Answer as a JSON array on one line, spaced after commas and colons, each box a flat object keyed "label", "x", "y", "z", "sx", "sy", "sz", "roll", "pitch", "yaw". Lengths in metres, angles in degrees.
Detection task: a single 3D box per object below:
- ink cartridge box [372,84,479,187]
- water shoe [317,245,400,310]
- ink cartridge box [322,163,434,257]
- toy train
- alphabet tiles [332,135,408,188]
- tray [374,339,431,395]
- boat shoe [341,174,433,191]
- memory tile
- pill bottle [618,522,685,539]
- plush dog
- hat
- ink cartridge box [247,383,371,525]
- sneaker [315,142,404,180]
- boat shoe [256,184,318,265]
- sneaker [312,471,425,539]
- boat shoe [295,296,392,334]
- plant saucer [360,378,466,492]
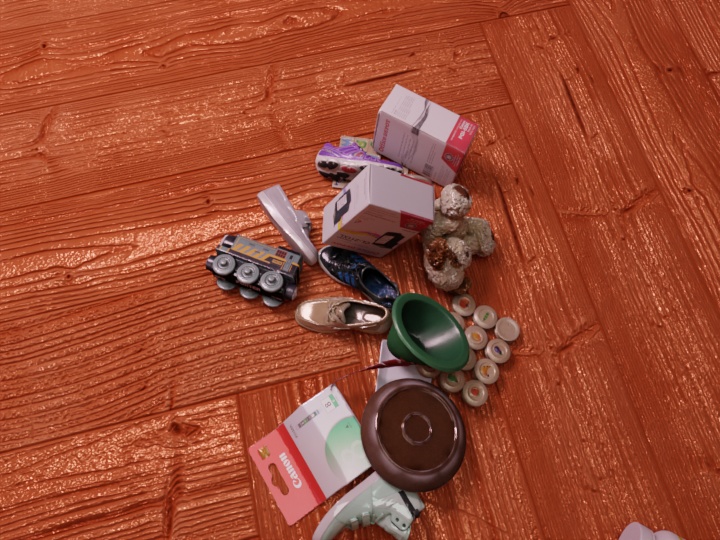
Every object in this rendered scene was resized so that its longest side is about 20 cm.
[{"label": "ink cartridge box", "x": 0.134, "y": -0.283, "z": 1.220, "sx": 0.197, "sy": 0.147, "sz": 0.084, "roll": 28, "pitch": 69, "yaw": 6}, {"label": "water shoe", "x": 0.000, "y": 0.000, "z": 1.149, "sx": 0.198, "sy": 0.079, "sz": 0.072, "roll": 32, "pitch": 71, "yaw": 12}, {"label": "ink cartridge box", "x": 0.030, "y": -0.107, "z": 1.107, "sx": 0.143, "sy": 0.199, "sz": 0.085, "roll": 12, "pitch": 66, "yaw": -26}, {"label": "toy train", "x": -0.209, "y": -0.005, "z": 1.153, "sx": 0.196, "sy": 0.086, "sz": 0.115, "roll": 19, "pitch": 57, "yaw": 9}, {"label": "alphabet tiles", "x": 0.022, "y": -0.203, "z": 1.268, "sx": 0.163, "sy": 0.008, "sz": 0.204, "roll": 8, "pitch": 68, "yaw": 2}, {"label": "tray", "x": 0.077, "y": 0.236, "z": 1.074, "sx": 0.105, "sy": 0.022, "sz": 0.204, "roll": 12, "pitch": 62, "yaw": -5}, {"label": "boat shoe", "x": 0.059, "y": -0.152, "z": 1.210, "sx": 0.195, "sy": 0.076, "sz": 0.073, "roll": -7, "pitch": 71, "yaw": 7}, {"label": "memory tile", "x": 0.212, "y": 0.150, "z": 1.112, "sx": 0.151, "sy": 0.017, "sz": 0.201, "roll": 31, "pitch": 64, "yaw": 10}, {"label": "pill bottle", "x": 0.529, "y": 0.505, "z": 0.937, "sx": 0.197, "sy": 0.113, "sz": 0.114, "roll": 28, "pitch": 70, "yaw": 11}, {"label": "plush dog", "x": 0.169, "y": -0.045, "z": 1.138, "sx": 0.158, "sy": 0.200, "sz": 0.175, "roll": -12, "pitch": 53, "yaw": 30}, {"label": "hat", "x": 0.079, "y": 0.157, "z": 1.088, "sx": 0.197, "sy": 0.177, "sz": 0.167, "roll": 29, "pitch": 37, "yaw": -13}, {"label": "ink cartridge box", "x": -0.086, "y": 0.330, "z": 1.036, "sx": 0.198, "sy": 0.050, "sz": 0.162, "roll": -31, "pitch": 72, "yaw": -14}, {"label": "sneaker", "x": 0.002, "y": -0.238, "z": 1.239, "sx": 0.195, "sy": 0.081, "sz": 0.085, "roll": 14, "pitch": 63, "yaw": 6}, {"label": "boat shoe", "x": -0.139, "y": -0.100, "z": 1.199, "sx": 0.068, "sy": 0.072, "sz": 0.201, "roll": -34, "pitch": 64, "yaw": -13}, {"label": "sneaker", "x": 0.019, "y": 0.431, "z": 0.979, "sx": 0.199, "sy": 0.074, "sz": 0.119, "roll": -35, "pitch": 66, "yaw": -16}, {"label": "boat shoe", "x": -0.037, "y": 0.083, "z": 1.117, "sx": 0.195, "sy": 0.065, "sz": 0.074, "roll": 5, "pitch": 69, "yaw": 11}, {"label": "plant saucer", "x": 0.098, "y": 0.284, "z": 1.018, "sx": 0.195, "sy": 0.032, "sz": 0.204, "roll": 5, "pitch": 58, "yaw": -8}]
